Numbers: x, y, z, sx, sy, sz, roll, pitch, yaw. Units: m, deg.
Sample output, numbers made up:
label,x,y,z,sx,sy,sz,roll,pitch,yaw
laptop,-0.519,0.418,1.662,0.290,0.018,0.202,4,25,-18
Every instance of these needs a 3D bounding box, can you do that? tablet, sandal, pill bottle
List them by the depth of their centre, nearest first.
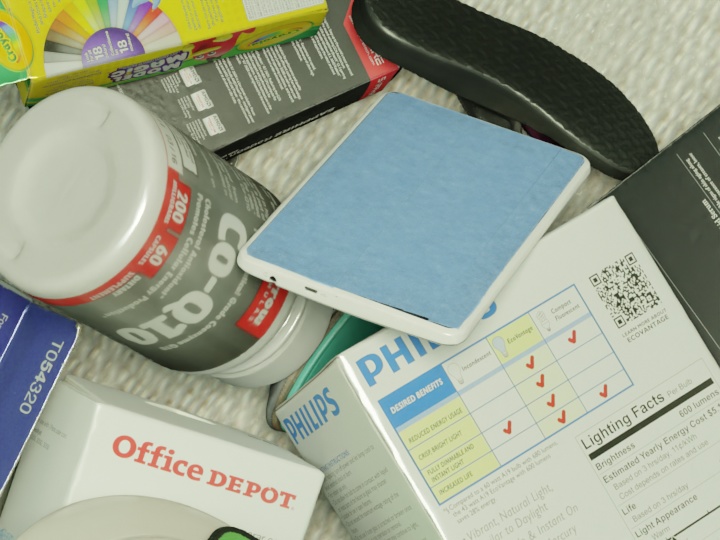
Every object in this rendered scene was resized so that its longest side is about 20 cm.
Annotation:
label,x,y,z,sx,sy,sz,roll,pitch,yaw
pill bottle,-0.102,-0.011,1.573,0.113,0.200,0.115,-12,66,28
tablet,0.032,-0.031,1.578,0.129,0.200,0.014,20,126,16
sandal,0.080,-0.104,1.685,0.200,0.048,0.076,28,41,-12

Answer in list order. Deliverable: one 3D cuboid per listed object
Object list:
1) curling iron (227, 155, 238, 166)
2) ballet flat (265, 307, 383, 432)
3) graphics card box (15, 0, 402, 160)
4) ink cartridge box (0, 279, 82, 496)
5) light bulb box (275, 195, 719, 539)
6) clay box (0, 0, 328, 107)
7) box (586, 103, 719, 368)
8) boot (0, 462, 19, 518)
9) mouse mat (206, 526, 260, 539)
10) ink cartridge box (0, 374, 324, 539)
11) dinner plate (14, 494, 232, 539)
label,x,y,z,sx,sy,sz,roll,pitch,yaw
curling iron,-0.142,-0.118,1.693,0.050,0.026,0.200,-38,87,-12
ballet flat,0.000,0.000,1.674,0.073,0.073,0.200,39,90,2
graphics card box,-0.092,-0.124,1.665,0.199,0.051,0.126,-26,85,-19
ink cartridge box,-0.266,0.082,1.601,0.199,0.043,0.197,19,80,43
light bulb box,0.095,0.101,1.607,0.198,0.125,0.201,-29,85,-24
clay box,-0.130,-0.164,1.615,0.199,0.048,0.116,-15,77,-14
box,0.243,0.006,1.640,0.141,0.079,0.200,-37,76,10
boot,-0.190,0.185,1.644,0.130,0.068,0.201,14,88,-11
mouse mat,-0.020,0.233,1.487,0.199,0.008,0.161,34,48,-2
ink cartridge box,-0.124,0.174,1.600,0.144,0.085,0.201,18,89,-26
dinner plate,-0.098,0.199,1.492,0.199,0.024,0.201,15,54,-21
